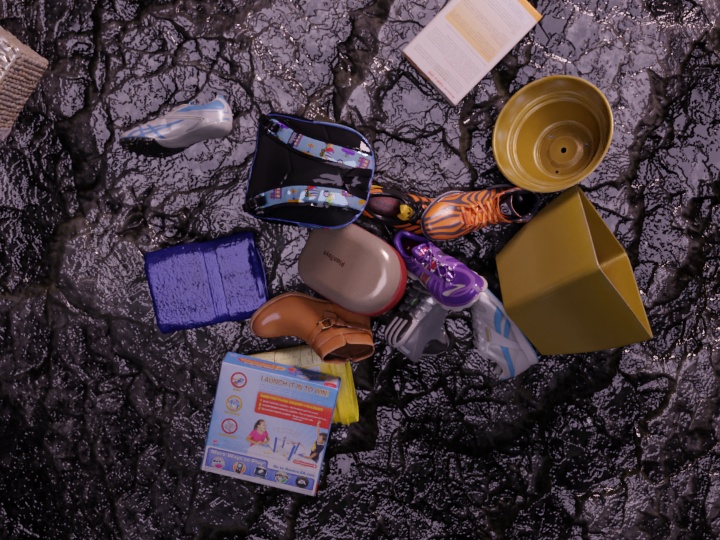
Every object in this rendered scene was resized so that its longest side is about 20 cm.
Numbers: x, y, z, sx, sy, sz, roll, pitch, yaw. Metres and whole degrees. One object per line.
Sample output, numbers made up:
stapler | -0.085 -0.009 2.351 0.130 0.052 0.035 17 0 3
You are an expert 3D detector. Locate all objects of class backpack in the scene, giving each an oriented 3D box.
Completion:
backpack | -0.072 -0.153 1.665 0.199 0.135 0.184 10 88 11

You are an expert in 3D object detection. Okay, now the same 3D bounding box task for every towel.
towel | -0.261 0.021 1.765 0.199 0.050 0.149 -11 95 1

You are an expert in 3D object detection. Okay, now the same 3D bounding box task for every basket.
basket | -0.631 -0.330 1.644 0.198 0.200 0.161 37 92 -5

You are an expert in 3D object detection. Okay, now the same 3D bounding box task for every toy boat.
toy boat | 0.000 0.000 1.720 0.200 0.130 0.131 31 97 39

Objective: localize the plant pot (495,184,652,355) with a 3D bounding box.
plant pot | 0.331 0.022 1.662 0.176 0.201 0.200 -28 128 22

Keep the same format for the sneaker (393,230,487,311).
sneaker | 0.120 -0.003 1.680 0.081 0.200 0.083 -49 139 -9

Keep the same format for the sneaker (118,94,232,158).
sneaker | -0.308 -0.240 1.721 0.199 0.072 0.073 -13 64 9

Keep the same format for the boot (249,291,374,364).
boot | -0.080 0.103 1.704 0.199 0.155 0.074 -17 129 -4

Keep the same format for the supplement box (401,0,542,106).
supplement box | 0.179 -0.382 1.678 0.200 0.074 0.126 -44 96 7

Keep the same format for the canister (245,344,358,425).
canister | -0.114 0.202 1.769 0.199 0.087 0.149 -10 100 4

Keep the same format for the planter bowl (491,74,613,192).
planter bowl | 0.322 -0.209 1.680 0.199 0.083 0.201 -9 70 25

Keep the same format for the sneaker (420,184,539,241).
sneaker | 0.200 -0.101 1.670 0.199 0.112 0.078 -21 100 -20

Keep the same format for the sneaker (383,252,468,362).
sneaker | 0.132 0.071 1.762 0.200 0.075 0.116 -49 124 -9

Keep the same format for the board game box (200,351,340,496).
board game box | -0.149 0.255 1.711 0.199 0.056 0.197 13 104 0

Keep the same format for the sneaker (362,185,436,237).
sneaker | 0.089 -0.092 1.716 0.199 0.090 0.070 13 99 -1

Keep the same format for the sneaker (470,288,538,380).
sneaker | 0.222 0.098 1.740 0.081 0.077 0.200 -34 106 3
